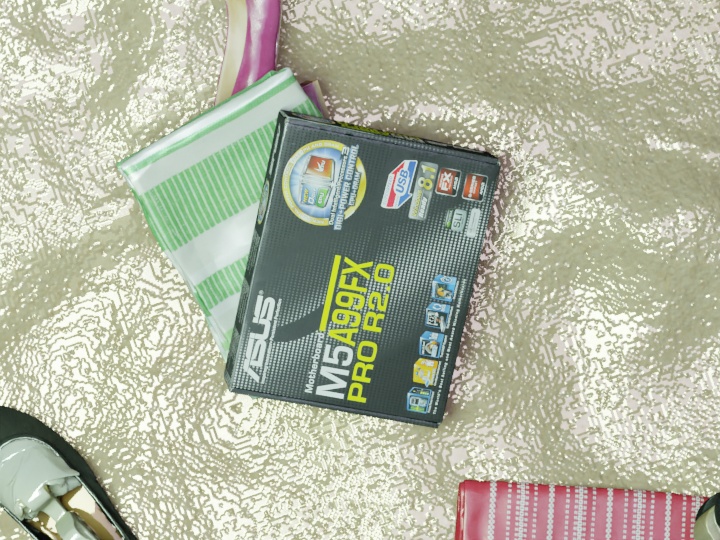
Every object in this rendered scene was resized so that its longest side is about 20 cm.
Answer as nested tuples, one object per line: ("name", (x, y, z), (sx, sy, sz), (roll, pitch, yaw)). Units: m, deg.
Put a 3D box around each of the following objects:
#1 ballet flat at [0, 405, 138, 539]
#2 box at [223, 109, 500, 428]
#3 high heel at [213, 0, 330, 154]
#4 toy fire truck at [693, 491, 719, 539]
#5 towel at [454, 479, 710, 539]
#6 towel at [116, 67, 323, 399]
("ballet flat", (-0.210, 0.171, 1.555), (0.200, 0.068, 0.068), (44, 87, 1))
("box", (0.000, 0.000, 1.550), (0.159, 0.044, 0.202), (11, 99, -13))
("high heel", (-0.099, -0.173, 1.582), (0.095, 0.067, 0.201), (-23, 101, -13))
("toy fire truck", (0.354, 0.214, 1.551), (0.175, 0.129, 0.201), (-30, 78, -11))
("towel", (0.162, 0.230, 1.587), (0.198, 0.022, 0.146), (4, 84, -3))
("towel", (-0.065, -0.027, 1.566), (0.152, 0.023, 0.201), (-31, 105, -4))
